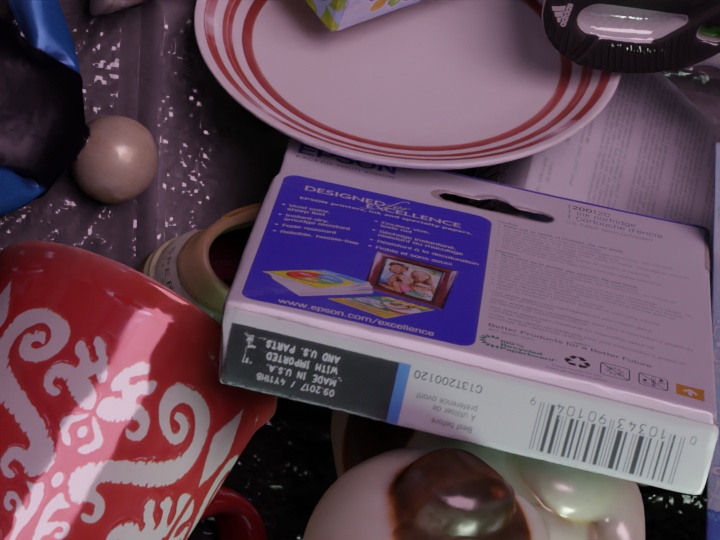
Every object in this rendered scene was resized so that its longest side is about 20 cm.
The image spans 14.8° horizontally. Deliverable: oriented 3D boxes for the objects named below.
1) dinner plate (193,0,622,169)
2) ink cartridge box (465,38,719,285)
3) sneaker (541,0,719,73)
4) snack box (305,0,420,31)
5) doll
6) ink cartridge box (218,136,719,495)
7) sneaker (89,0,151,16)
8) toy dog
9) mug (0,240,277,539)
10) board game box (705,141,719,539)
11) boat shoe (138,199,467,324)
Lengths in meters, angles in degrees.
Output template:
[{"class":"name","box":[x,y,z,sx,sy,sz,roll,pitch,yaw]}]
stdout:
[{"class":"dinner plate","box":[0.022,-0.104,1.285,0.199,0.024,0.201,4,42,-4]},{"class":"ink cartridge box","box":[0.139,-0.013,1.335,0.200,0.047,0.160,42,43,-25]},{"class":"sneaker","box":[0.176,-0.139,1.293,0.200,0.076,0.116,11,40,-14]},{"class":"snack box","box":[0.032,-0.204,1.326,0.200,0.053,0.142,-23,62,-29]},{"class":"doll","box":[-0.177,-0.087,1.216,0.199,0.048,0.137,27,65,-16]},{"class":"ink cartridge box","box":[0.050,0.013,1.155,0.197,0.044,0.200,13,23,1]},{"class":"sneaker","box":[-0.143,-0.211,1.257,0.090,0.075,0.200,-39,92,-35]},{"class":"toy dog","box":[0.043,0.096,1.156,0.194,0.139,0.200,52,24,-9]},{"class":"mug","box":[-0.120,0.118,1.135,0.177,0.133,0.200,34,66,-11]},{"class":"board game box","box":[0.224,0.033,1.291,0.200,0.043,0.200,-9,103,-55]},{"class":"boat shoe","box":[0.000,0.000,1.263,0.199,0.066,0.074,-10,78,-30]}]
